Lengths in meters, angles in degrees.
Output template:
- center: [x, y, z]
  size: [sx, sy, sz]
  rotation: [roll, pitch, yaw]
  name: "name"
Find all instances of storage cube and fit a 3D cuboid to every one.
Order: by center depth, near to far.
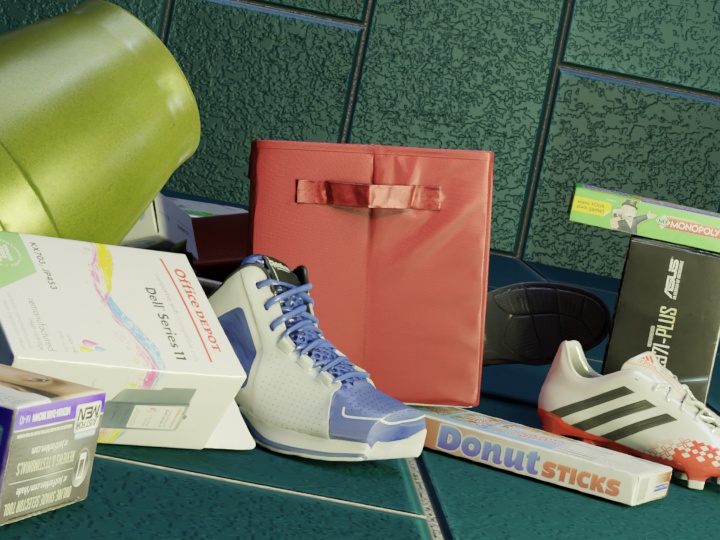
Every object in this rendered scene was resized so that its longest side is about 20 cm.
- center: [0.000, 0.000, 1.509]
  size: [0.170, 0.181, 0.200]
  rotation: [3, 2, -3]
  name: "storage cube"

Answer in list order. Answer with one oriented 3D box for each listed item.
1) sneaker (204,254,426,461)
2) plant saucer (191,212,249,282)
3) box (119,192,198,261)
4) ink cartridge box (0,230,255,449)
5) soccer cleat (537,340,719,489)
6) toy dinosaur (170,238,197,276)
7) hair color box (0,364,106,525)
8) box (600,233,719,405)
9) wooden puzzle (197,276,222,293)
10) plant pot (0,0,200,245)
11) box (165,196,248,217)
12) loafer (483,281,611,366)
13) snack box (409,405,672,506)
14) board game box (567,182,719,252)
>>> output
- center: [-0.049, 0.053, 1.355]
  size: [0.199, 0.116, 0.080]
  rotation: [15, 7, 35]
  name: "sneaker"
- center: [-0.067, -0.006, 1.732]
  size: [0.198, 0.037, 0.200]
  rotation: [-4, -14, 15]
  name: "plant saucer"
- center: [-0.233, -0.014, 1.551]
  size: [0.199, 0.041, 0.156]
  rotation: [-13, -8, 4]
  name: "box"
- center: [-0.149, 0.043, 1.254]
  size: [0.199, 0.067, 0.117]
  rotation: [7, 38, -38]
  name: "ink cartridge box"
- center: [0.224, 0.107, 1.534]
  size: [0.199, 0.086, 0.069]
  rotation: [14, 5, 29]
  name: "soccer cleat"
- center: [-0.186, 0.028, 1.505]
  size: [0.135, 0.103, 0.200]
  rotation: [-5, 27, 2]
  name: "toy dinosaur"
- center: [-0.241, 0.070, 1.040]
  size: [0.199, 0.065, 0.109]
  rotation: [14, 5, 15]
  name: "hair color box"
- center: [0.245, 0.057, 1.691]
  size: [0.086, 0.165, 0.200]
  rotation: [12, 6, 8]
  name: "box"
- center: [-0.154, 0.026, 1.709]
  size: [0.199, 0.037, 0.185]
  rotation: [8, -11, 8]
  name: "wooden puzzle"
- center: [-0.216, -0.079, 1.398]
  size: [0.193, 0.201, 0.200]
  rotation: [-39, 35, -29]
  name: "plant pot"
- center: [-0.179, -0.015, 1.941]
  size: [0.175, 0.097, 0.200]
  rotation: [8, 5, -15]
  name: "box"
- center: [0.112, 0.050, 1.775]
  size: [0.199, 0.072, 0.063]
  rotation: [-10, 1, -3]
  name: "loafer"
- center: [0.111, 0.123, 1.439]
  size: [0.199, 0.024, 0.072]
  rotation: [14, 7, 26]
  name: "snack box"
- center: [0.267, -0.035, 1.675]
  size: [0.199, 0.029, 0.135]
  rotation: [12, 4, 4]
  name: "board game box"
